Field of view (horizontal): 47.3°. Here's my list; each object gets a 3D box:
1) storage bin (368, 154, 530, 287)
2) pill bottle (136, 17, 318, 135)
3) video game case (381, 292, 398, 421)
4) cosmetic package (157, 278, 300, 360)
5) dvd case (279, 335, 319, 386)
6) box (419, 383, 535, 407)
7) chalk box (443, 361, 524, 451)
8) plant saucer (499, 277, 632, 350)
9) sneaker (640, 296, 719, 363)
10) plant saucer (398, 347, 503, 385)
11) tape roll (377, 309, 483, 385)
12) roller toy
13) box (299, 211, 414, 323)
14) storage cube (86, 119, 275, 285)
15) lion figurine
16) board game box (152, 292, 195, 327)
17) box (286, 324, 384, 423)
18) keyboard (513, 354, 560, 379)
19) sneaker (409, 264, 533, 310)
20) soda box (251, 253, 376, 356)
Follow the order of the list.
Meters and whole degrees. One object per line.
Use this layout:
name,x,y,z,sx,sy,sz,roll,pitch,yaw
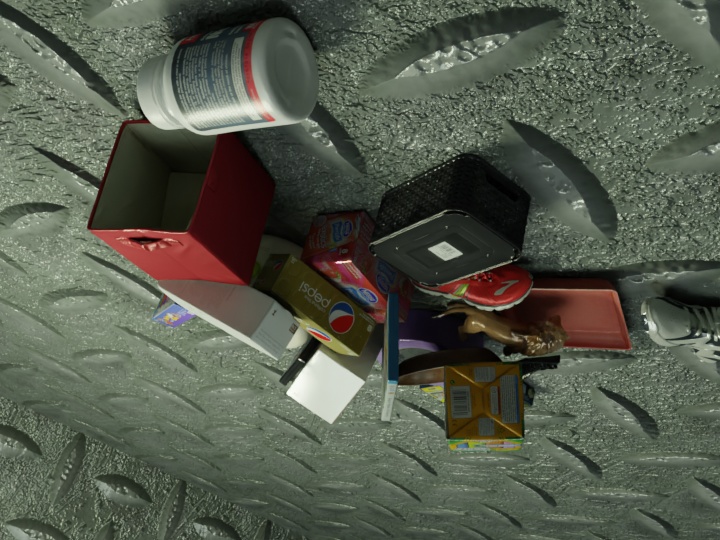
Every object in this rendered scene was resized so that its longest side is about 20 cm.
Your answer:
storage bin,0.122,-0.063,1.152,0.135,0.094,0.200,31,149,-27
pill bottle,-0.162,-0.223,0.975,0.199,0.120,0.120,-2,148,29
video game case,0.046,0.141,1.306,0.018,0.144,0.200,2,153,0
cosmetic package,-0.201,0.053,1.252,0.200,0.074,0.102,26,167,30
dvd case,-0.069,0.102,1.441,0.018,0.200,0.143,36,150,-2
box,0.241,0.248,1.717,0.136,0.038,0.200,35,147,-32
chalk box,0.205,0.231,1.360,0.124,0.125,0.200,-3,163,9
plant saucer,0.330,0.066,1.342,0.199,0.037,0.200,0,148,26
sneaker,0.522,0.077,1.218,0.199,0.080,0.130,29,148,-24
plant saucer,0.148,0.165,1.420,0.200,0.035,0.200,-7,164,-2
tape roll,0.131,0.150,1.566,0.200,0.066,0.200,12,151,7
roller toy,-0.146,0.033,1.414,0.182,0.140,0.200,28,152,1
box,0.000,0.000,1.324,0.099,0.096,0.200,-4,147,30
storage cube,-0.247,-0.096,1.178,0.170,0.201,0.180,2,156,22
lion figurine,0.223,0.092,1.320,0.199,0.073,0.122,14,167,-13
board game box,-0.303,0.020,1.442,0.045,0.135,0.200,25,160,-18
box,-0.031,0.149,1.451,0.097,0.200,0.124,34,124,-2
keyboard,0.274,0.174,1.420,0.127,0.021,0.200,-2,165,-27
sneaker,0.164,0.010,1.269,0.199,0.077,0.085,6,160,17
soda box,-0.071,0.055,1.283,0.200,0.068,0.064,39,158,-31
